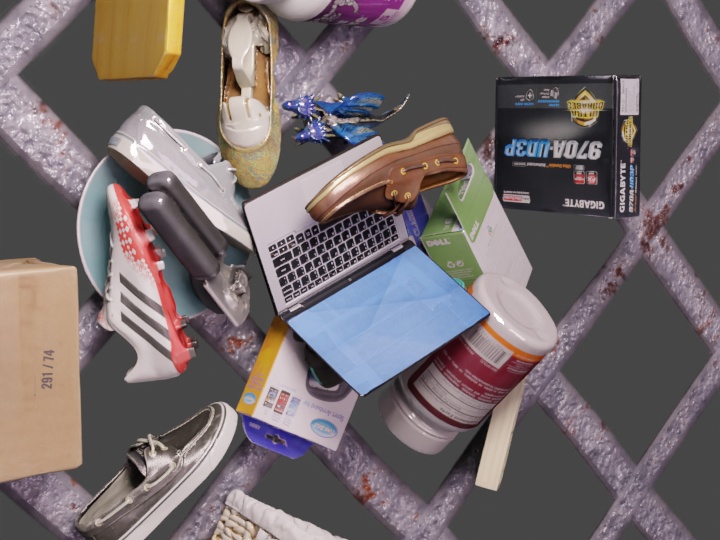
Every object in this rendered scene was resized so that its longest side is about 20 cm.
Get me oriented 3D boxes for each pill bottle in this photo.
[{"bbox_3d":[-0.038,-0.310,1.447,0.200,0.112,0.112,-6,99,-47],"label":"pill bottle"},{"bbox_3d":[0.116,0.108,1.572,0.114,0.114,0.200,21,123,-34],"label":"pill bottle"}]

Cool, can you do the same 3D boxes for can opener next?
[{"bbox_3d":[-0.169,-0.016,1.389,0.200,0.067,0.053,56,38,-42],"label":"can opener"}]

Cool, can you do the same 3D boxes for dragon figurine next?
[{"bbox_3d":[-0.009,-0.162,1.516,0.200,0.099,0.059,-5,98,-34],"label":"dragon figurine"}]

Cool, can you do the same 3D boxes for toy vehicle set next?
[{"bbox_3d":[0.175,0.158,1.673,0.026,0.124,0.200,14,88,8],"label":"toy vehicle set"}]

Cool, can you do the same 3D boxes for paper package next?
[{"bbox_3d":[-0.360,0.096,1.307,0.190,0.103,0.200,-6,98,-35],"label":"paper package"}]

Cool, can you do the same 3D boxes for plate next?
[{"bbox_3d":[-0.201,-0.045,1.445,0.200,0.026,0.200,-4,98,-33],"label":"plate"}]

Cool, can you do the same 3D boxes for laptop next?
[{"bbox_3d":[0.009,-0.010,1.439,0.187,0.116,0.200,-30,115,-32],"label":"laptop"}]

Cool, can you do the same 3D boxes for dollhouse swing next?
[{"bbox_3d":[-0.157,-0.280,1.340,0.182,0.200,0.176,-16,103,-32],"label":"dollhouse swing"}]

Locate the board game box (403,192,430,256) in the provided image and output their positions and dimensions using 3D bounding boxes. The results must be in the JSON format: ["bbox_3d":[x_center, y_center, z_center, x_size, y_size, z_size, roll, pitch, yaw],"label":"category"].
[{"bbox_3d":[0.000,0.000,1.576,0.199,0.041,0.200,-33,113,-27],"label":"board game box"}]

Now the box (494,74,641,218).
[{"bbox_3d":[0.236,-0.145,1.624,0.046,0.200,0.159,-6,100,-36],"label":"box"}]

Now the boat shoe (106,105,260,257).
[{"bbox_3d":[-0.159,-0.089,1.411,0.201,0.070,0.072,40,77,-28],"label":"boat shoe"}]

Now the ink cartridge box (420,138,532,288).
[{"bbox_3d":[0.125,-0.038,1.612,0.200,0.059,0.104,61,37,-31],"label":"ink cartridge box"}]

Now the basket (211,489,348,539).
[{"bbox_3d":[-0.055,0.359,1.490,0.200,0.198,0.161,31,82,-33],"label":"basket"}]

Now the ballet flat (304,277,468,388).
[{"bbox_3d":[0.029,0.070,1.500,0.200,0.068,0.068,-21,118,-23],"label":"ballet flat"}]

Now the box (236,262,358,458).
[{"bbox_3d":[-0.050,0.102,1.506,0.119,0.041,0.200,27,79,-34],"label":"box"}]

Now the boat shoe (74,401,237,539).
[{"bbox_3d":[-0.207,0.204,1.442,0.200,0.071,0.064,-49,120,-18],"label":"boat shoe"}]

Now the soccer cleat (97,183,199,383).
[{"bbox_3d":[-0.226,0.016,1.383,0.085,0.069,0.200,-19,99,0],"label":"soccer cleat"}]

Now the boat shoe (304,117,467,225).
[{"bbox_3d":[0.033,-0.091,1.433,0.200,0.072,0.068,-29,84,-34],"label":"boat shoe"}]

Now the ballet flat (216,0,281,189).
[{"bbox_3d":[-0.117,-0.186,1.442,0.071,0.071,0.200,7,81,-34],"label":"ballet flat"}]
